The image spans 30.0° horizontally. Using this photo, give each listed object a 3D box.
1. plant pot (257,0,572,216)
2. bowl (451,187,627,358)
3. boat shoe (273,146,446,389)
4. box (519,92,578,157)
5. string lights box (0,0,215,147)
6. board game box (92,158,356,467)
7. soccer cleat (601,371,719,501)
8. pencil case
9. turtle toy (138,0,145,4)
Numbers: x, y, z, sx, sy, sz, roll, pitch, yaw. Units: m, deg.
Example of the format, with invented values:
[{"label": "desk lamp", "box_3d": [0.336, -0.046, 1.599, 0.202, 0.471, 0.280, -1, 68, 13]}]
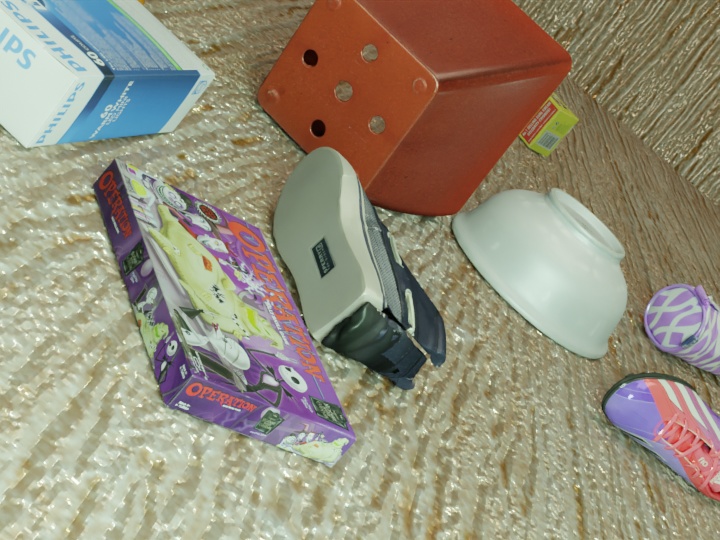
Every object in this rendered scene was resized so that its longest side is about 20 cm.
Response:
[{"label": "plant pot", "box_3d": [0.028, -0.167, 1.190, 0.200, 0.200, 0.176, 46, 32, 14]}, {"label": "bowl", "box_3d": [0.192, -0.016, 1.304, 0.201, 0.090, 0.201, 36, 19, -14]}, {"label": "boat shoe", "box_3d": [0.000, 0.000, 0.934, 0.093, 0.075, 0.200, 37, 26, -33]}, {"label": "box", "box_3d": [0.230, -0.256, 1.945, 0.050, 0.075, 0.200, 18, 30, -45]}, {"label": "string lights box", "box_3d": [-0.186, -0.140, 0.881, 0.103, 0.059, 0.200, 43, 19, 8]}, {"label": "board game box", "box_3d": [-0.082, 0.020, 0.779, 0.120, 0.032, 0.200, 31, 20, -40]}, {"label": "soccer cleat", "box_3d": [0.289, 0.151, 1.162, 0.200, 0.068, 0.073, 32, 25, -32]}, {"label": "pencil case", "box_3d": [0.404, 0.071, 1.537, 0.200, 0.086, 0.084, 22, 28, -47]}, {"label": "turtle toy", "box_3d": [-0.213, -0.296, 1.107, 0.200, 0.101, 0.146, 36, 42, -8]}]
